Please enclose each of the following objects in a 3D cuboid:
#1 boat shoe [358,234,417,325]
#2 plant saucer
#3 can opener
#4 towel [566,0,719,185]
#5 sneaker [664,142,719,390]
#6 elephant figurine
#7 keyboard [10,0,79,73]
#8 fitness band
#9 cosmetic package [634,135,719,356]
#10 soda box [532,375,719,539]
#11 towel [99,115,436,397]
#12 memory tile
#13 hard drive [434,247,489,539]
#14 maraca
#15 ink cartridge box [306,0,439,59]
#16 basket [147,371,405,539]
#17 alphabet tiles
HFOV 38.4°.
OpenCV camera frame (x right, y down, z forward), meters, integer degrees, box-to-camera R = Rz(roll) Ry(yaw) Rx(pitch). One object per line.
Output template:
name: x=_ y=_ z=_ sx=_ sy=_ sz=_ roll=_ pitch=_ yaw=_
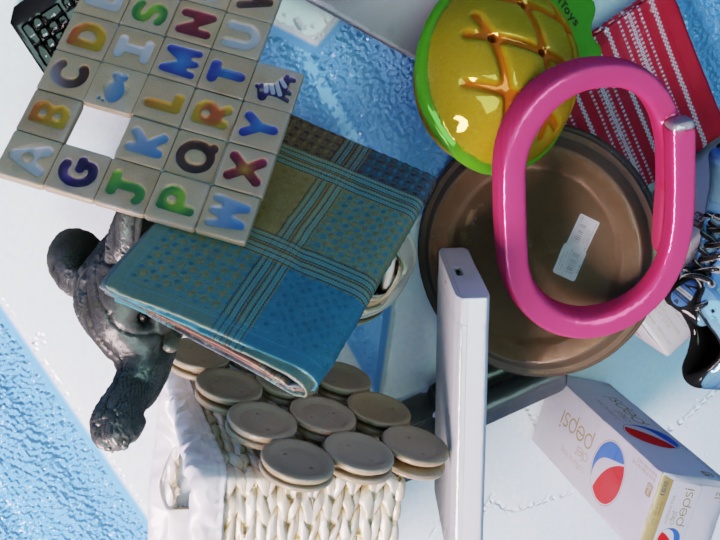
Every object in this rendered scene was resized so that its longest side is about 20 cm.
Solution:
boat shoe: x=0.000 y=0.000 z=0.752 sx=0.068 sy=0.199 sz=0.076 roll=-28 pitch=91 yaw=31
plant saucer: x=0.137 y=-0.014 z=0.813 sx=0.196 sy=0.029 sz=0.204 roll=3 pitch=98 yaw=19
can opener: x=0.082 y=0.126 z=0.890 sx=0.197 sy=0.054 sz=0.067 roll=-22 pitch=142 yaw=-8
towel: x=0.201 y=-0.125 z=0.858 sx=0.198 sy=0.023 sz=0.146 roll=-33 pitch=112 yaw=-2
sneaker: x=0.276 y=0.005 z=0.779 sx=0.088 sy=0.078 sz=0.204 roll=-10 pitch=108 yaw=-8
elephant figurine: x=-0.144 y=0.000 z=0.703 sx=0.154 sy=0.199 sz=0.144 roll=29 pitch=117 yaw=21
keyboard: x=-0.143 y=-0.193 z=0.740 sx=0.198 sy=0.040 sz=0.105 roll=-35 pitch=110 yaw=-2
fitness band: x=0.163 y=-0.047 z=0.727 sx=0.141 sy=0.038 sz=0.204 roll=-10 pitch=114 yaw=-7
cosmetic package: x=0.287 y=-0.032 z=0.864 sx=0.200 sy=0.102 sz=0.074 roll=-44 pitch=112 yaw=0
soda box: x=0.212 y=0.154 z=0.842 sx=0.063 sy=0.200 sz=0.069 roll=11 pitch=103 yaw=-17
towel: x=-0.050 y=-0.022 z=0.660 sx=0.145 sy=0.201 sz=0.022 roll=24 pitch=139 yaw=10
memory tile: x=-0.042 y=0.097 z=0.749 sx=0.151 sy=0.199 sz=0.017 roll=-1 pitch=114 yaw=-37
hard drive: x=0.074 y=0.098 z=0.772 sx=0.026 sy=0.132 sz=0.204 roll=0 pitch=105 yaw=-1
maraca: x=0.113 y=-0.159 z=0.768 sx=0.138 sy=0.106 sz=0.201 roll=50 pitch=61 yaw=-19
ink cartridge box: x=-0.003 y=-0.275 z=0.733 sx=0.198 sy=0.045 sz=0.178 roll=21 pitch=100 yaw=-30
basket: x=-0.073 y=0.198 z=0.782 sx=0.158 sy=0.200 sz=0.202 roll=2 pitch=105 yaw=-17
alphabet tiles: x=-0.124 y=-0.123 z=0.682 sx=0.164 sy=0.008 sz=0.203 roll=15 pitch=63 yaw=3
